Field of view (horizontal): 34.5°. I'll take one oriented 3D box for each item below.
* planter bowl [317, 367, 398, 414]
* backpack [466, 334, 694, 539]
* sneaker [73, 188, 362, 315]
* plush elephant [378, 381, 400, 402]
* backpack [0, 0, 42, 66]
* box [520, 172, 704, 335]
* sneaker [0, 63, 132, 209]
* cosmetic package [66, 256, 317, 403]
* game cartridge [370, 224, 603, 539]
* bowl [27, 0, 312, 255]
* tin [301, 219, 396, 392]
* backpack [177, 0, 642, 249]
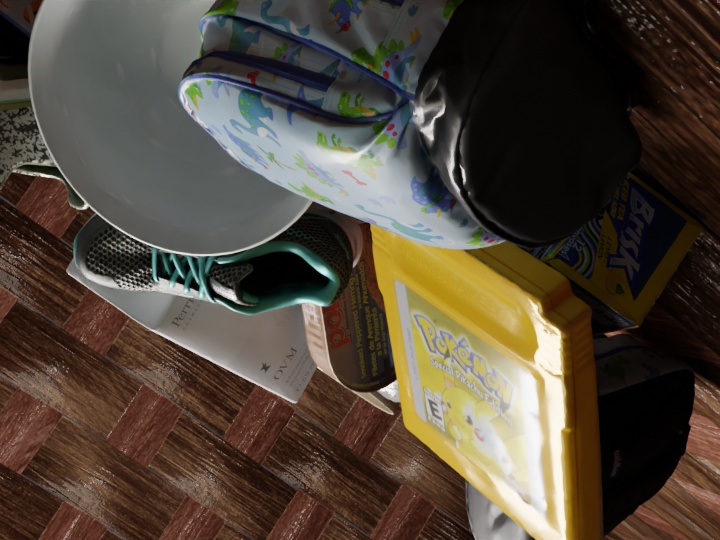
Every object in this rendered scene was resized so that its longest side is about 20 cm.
[{"bbox_3d":[-0.006,0.060,1.389,0.199,0.136,0.200,34,171,6],"label":"planter bowl"},{"bbox_3d":[0.166,0.119,0.860,0.197,0.166,0.153,-12,-154,-28],"label":"backpack"},{"bbox_3d":[-0.095,-0.010,0.770,0.196,0.079,0.092,-2,-155,-2],"label":"sneaker"},{"bbox_3d":[0.062,0.061,1.044,0.163,0.156,0.200,30,171,25],"label":"plush elephant"},{"bbox_3d":[-0.262,-0.213,0.796,0.190,0.155,0.200,39,170,-16],"label":"backpack"},{"bbox_3d":[0.132,-0.003,0.710,0.064,0.071,0.200,36,172,-1],"label":"box"},{"bbox_3d":[-0.184,-0.085,0.791,0.197,0.090,0.076,-4,174,-38],"label":"sneaker"},{"bbox_3d":[-0.092,-0.030,0.936,0.122,0.202,0.199,26,175,38],"label":"cosmetic package"},{"bbox_3d":[0.072,0.059,0.696,0.176,0.032,0.202,36,148,45],"label":"game cartridge"},{"bbox_3d":[-0.098,-0.119,0.725,0.200,0.202,0.091,35,-150,-3],"label":"bowl"},{"bbox_3d":[0.000,0.000,0.913,0.042,0.111,0.203,20,127,42],"label":"tin"},{"bbox_3d":[0.009,-0.089,0.546,0.200,0.154,0.163,44,-175,32],"label":"backpack"}]
